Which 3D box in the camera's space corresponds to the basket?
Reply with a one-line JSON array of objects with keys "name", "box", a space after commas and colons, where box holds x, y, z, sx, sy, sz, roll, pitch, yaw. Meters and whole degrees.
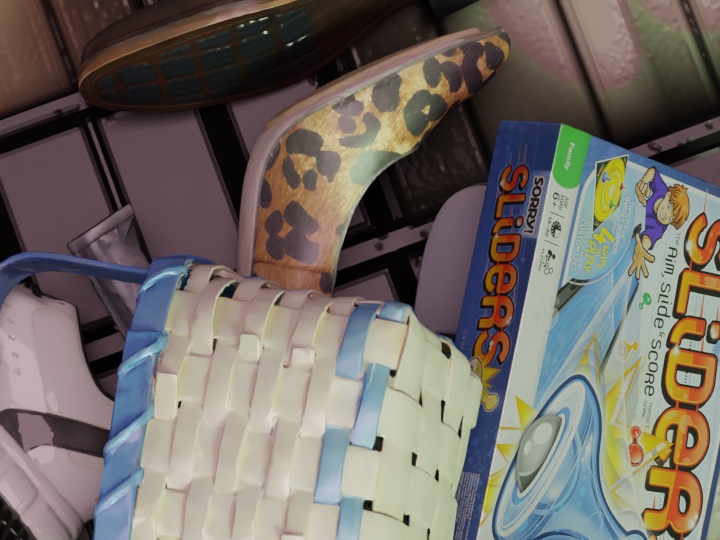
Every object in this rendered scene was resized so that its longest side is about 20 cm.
[{"name": "basket", "box": [-0.066, 0.083, 1.079, 0.200, 0.139, 0.177, 5, 72, 18]}]

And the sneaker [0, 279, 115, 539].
[{"name": "sneaker", "box": [-0.163, 0.023, 1.182, 0.080, 0.074, 0.200, -40, 90, -19]}]

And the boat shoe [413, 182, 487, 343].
[{"name": "boat shoe", "box": [0.047, 0.066, 1.176, 0.057, 0.069, 0.200, 13, 91, -41]}]

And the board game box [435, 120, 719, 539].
[{"name": "board game box", "box": [0.090, 0.055, 1.150, 0.135, 0.034, 0.200, 17, 81, -44]}]

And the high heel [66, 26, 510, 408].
[{"name": "high heel", "box": [0.000, 0.000, 1.187, 0.200, 0.071, 0.143, -31, 95, -5]}]

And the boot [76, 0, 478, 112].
[{"name": "boot", "box": [-0.031, -0.136, 1.205, 0.200, 0.075, 0.097, -20, 66, -4]}]
